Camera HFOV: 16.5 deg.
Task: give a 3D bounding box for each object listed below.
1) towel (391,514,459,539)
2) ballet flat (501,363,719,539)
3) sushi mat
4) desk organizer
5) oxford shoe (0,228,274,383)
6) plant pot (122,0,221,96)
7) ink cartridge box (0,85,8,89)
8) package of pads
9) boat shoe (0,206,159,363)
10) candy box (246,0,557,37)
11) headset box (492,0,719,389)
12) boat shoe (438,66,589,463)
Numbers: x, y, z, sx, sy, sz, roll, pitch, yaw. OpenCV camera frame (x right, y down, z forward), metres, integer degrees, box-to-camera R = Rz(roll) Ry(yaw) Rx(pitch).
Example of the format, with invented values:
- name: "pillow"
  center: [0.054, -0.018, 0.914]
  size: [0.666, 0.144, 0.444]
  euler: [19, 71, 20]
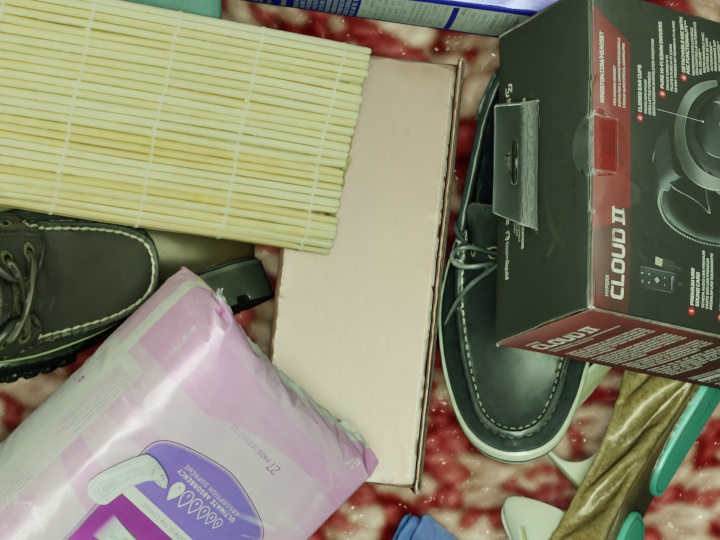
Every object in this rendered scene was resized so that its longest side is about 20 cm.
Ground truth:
- name: "towel"
  center: [0.083, 0.206, 1.141]
  size: [0.199, 0.145, 0.024]
  euler: [33, 125, -2]
- name: "ballet flat"
  center: [0.110, 0.101, 1.169]
  size: [0.072, 0.068, 0.201]
  euler: [21, 76, 20]
- name: "sushi mat"
  center: [-0.087, -0.065, 1.081]
  size: [0.199, 0.012, 0.097]
  euler: [8, 93, -31]
- name: "desk organizer"
  center: [0.000, 0.000, 1.170]
  size: [0.076, 0.072, 0.202]
  euler: [6, 88, 0]
- name: "oxford shoe"
  center: [-0.147, 0.004, 1.166]
  size: [0.198, 0.073, 0.085]
  euler: [-17, 86, -16]
- name: "plant pot"
  center: [-0.131, -0.157, 1.140]
  size: [0.140, 0.141, 0.202]
  euler: [-12, 98, -3]
- name: "ink cartridge box"
  center: [-0.244, -0.107, 1.116]
  size: [0.067, 0.117, 0.200]
  euler: [-28, 68, -32]
- name: "package of pads"
  center: [-0.102, 0.107, 1.076]
  size: [0.200, 0.076, 0.121]
  euler: [-44, 118, -1]
- name: "boat shoe"
  center: [-0.169, 0.013, 1.065]
  size: [0.199, 0.065, 0.074]
  euler: [-10, 104, -31]
- name: "candy box"
  center: [0.043, -0.203, 1.176]
  size: [0.198, 0.077, 0.171]
  euler: [7, 87, -4]
- name: "headset box"
  center: [0.145, -0.032, 1.120]
  size: [0.199, 0.077, 0.150]
  euler: [11, 71, -29]
- name: "boat shoe"
  center: [0.075, -0.011, 1.164]
  size: [0.074, 0.062, 0.202]
  euler: [6, 80, 8]
